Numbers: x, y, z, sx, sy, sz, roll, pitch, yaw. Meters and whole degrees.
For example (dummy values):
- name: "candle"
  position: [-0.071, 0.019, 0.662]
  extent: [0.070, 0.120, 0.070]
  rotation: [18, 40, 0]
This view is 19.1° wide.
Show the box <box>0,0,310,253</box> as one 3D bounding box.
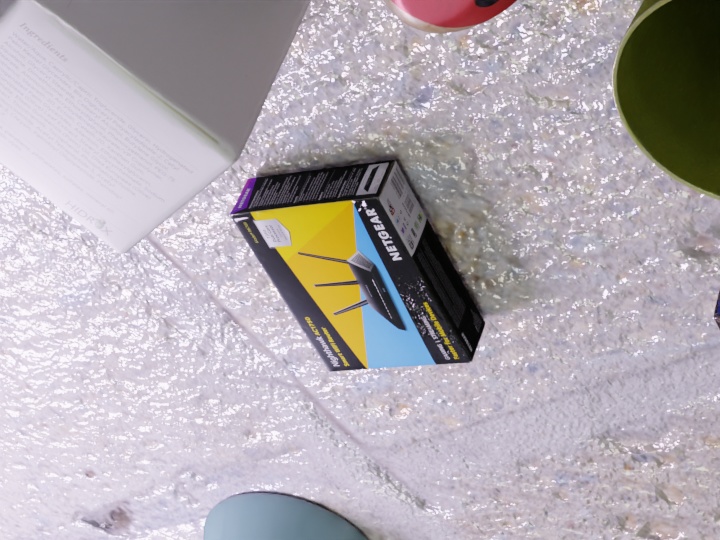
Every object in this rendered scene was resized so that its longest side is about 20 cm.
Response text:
- name: "box"
  position: [-0.178, -0.167, 1.608]
  extent: [0.200, 0.200, 0.171]
  rotation: [38, 137, -18]

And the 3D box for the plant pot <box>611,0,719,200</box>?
- name: "plant pot"
  position: [0.275, -0.175, 1.394]
  extent: [0.186, 0.200, 0.188]
  rotation: [13, 139, 11]

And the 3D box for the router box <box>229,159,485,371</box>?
- name: "router box"
  position: [0.000, 0.000, 1.825]
  extent: [0.149, 0.051, 0.200]
  rotation: [-5, 133, 31]

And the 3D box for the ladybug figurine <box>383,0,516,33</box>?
- name: "ladybug figurine"
  position: [0.069, -0.239, 1.516]
  extent: [0.135, 0.072, 0.200]
  rotation: [24, 140, -1]

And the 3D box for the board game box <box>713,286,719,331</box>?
- name: "board game box"
  position: [0.389, 0.064, 1.687]
  extent: [0.159, 0.097, 0.200]
  rotation: [-7, 132, 30]

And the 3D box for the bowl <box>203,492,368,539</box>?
- name: "bowl"
  position: [-0.083, 0.330, 2.188]
  extent: [0.200, 0.105, 0.201]
  rotation: [13, 139, 12]
